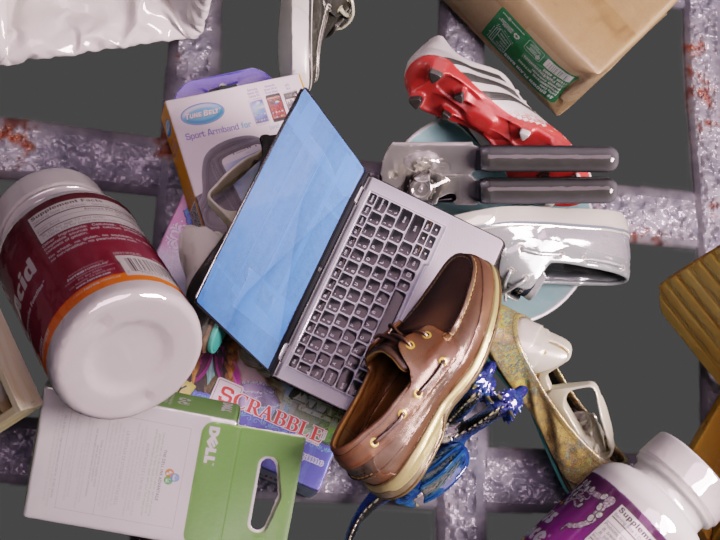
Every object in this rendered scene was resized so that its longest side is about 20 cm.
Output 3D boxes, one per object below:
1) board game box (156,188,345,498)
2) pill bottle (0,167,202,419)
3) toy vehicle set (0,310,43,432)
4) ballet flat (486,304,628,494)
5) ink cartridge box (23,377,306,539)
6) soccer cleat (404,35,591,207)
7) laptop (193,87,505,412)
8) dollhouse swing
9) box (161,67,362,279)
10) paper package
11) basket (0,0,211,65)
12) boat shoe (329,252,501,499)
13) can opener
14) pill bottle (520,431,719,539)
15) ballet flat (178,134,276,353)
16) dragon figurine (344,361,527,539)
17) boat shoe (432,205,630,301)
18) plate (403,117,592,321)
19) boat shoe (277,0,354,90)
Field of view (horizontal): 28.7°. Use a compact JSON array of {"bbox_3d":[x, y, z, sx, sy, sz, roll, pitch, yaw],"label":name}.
[{"bbox_3d":[-0.092,0.056,1.159,0.200,0.041,0.200,23,69,-6],"label":"board game box"},{"bbox_3d":[-0.206,0.010,1.059,0.114,0.114,0.200,-20,39,-19],"label":"pill bottle"},{"bbox_3d":[-0.330,0.041,1.068,0.027,0.124,0.200,-10,70,-61],"label":"toy vehicle set"},{"bbox_3d":[0.161,0.096,1.182,0.071,0.071,0.200,-32,94,-21],"label":"ballet flat"},{"bbox_3d":[-0.148,0.149,1.077,0.200,0.059,0.104,11,97,-4],"label":"ink cartridge box"},{"bbox_3d":[0.125,-0.132,1.235,0.200,0.069,0.085,34,38,-11],"label":"soccer cleat"},{"bbox_3d":[0.000,0.000,1.074,0.200,0.116,0.187,26,73,-1],"label":"laptop"},{"bbox_3d":[0.303,0.106,1.158,0.176,0.200,0.182,38,68,-1],"label":"dollhouse swing"},{"bbox_3d":[-0.086,-0.077,1.159,0.119,0.041,0.200,-15,79,-17],"label":"box"},{"bbox_3d":[0.186,-0.281,1.301,0.200,0.103,0.191,46,70,2],"label":"paper package"},{"bbox_3d":[-0.229,-0.290,1.151,0.200,0.198,0.161,-11,72,-17],"label":"basket"},{"bbox_3d":[0.042,0.069,1.052,0.068,0.072,0.200,37,71,-30],"label":"boat shoe"},{"bbox_3d":[0.115,-0.083,1.192,0.200,0.067,0.053,0,99,2],"label":"can opener"},{"bbox_3d":[0.198,0.225,1.121,0.200,0.112,0.112,-42,87,-8],"label":"pill bottle"},{"bbox_3d":[-0.097,-0.027,1.091,0.068,0.068,0.200,26,61,7],"label":"ballet flat"},{"bbox_3d":[0.050,0.152,1.134,0.200,0.099,0.059,-42,86,-22],"label":"dragon figurine"},{"bbox_3d":[0.141,-0.011,1.197,0.201,0.070,0.072,-2,71,-17],"label":"boat shoe"},{"bbox_3d":[0.111,-0.044,1.251,0.200,0.026,0.200,4,72,-14],"label":"plate"},{"bbox_3d":[-0.036,-0.246,1.251,0.064,0.071,0.200,7,70,-11],"label":"boat shoe"}]
